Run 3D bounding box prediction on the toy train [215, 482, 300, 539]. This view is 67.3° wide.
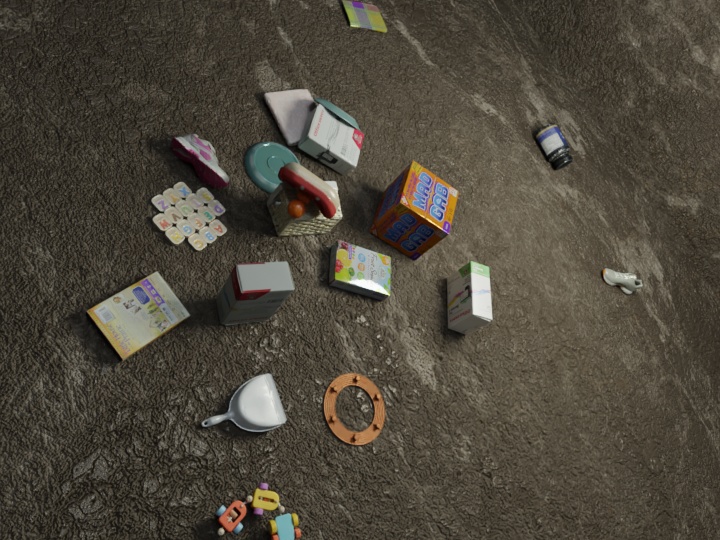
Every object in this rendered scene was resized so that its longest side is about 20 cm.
[{"bbox_3d":[-0.238,0.594,1.266,0.200,0.056,0.150,42,52,-2],"label":"toy train"}]

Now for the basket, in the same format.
[{"bbox_3d":[-0.168,-0.188,1.663,0.198,0.135,0.125,-8,72,-33],"label":"basket"}]

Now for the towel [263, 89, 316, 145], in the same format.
[{"bbox_3d":[-0.218,-0.535,1.878,0.190,0.032,0.202,-22,80,-39],"label":"towel"}]

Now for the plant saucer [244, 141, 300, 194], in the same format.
[{"bbox_3d":[-0.273,-0.335,1.743,0.198,0.027,0.203,14,59,-25],"label":"plant saucer"}]

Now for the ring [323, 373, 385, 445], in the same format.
[{"bbox_3d":[-0.012,0.389,1.533,0.198,0.019,0.203,14,60,-25],"label":"ring"}]

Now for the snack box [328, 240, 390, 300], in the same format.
[{"bbox_3d":[0.000,0.000,1.721,0.198,0.053,0.144,18,59,-24],"label":"snack box"}]

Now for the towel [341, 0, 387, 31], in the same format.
[{"bbox_3d":[0.019,-1.087,2.321,0.198,0.023,0.145,-8,71,-34],"label":"towel"}]

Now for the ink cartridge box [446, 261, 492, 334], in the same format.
[{"bbox_3d":[0.368,0.095,1.842,0.083,0.145,0.202,17,58,-22],"label":"ink cartridge box"}]

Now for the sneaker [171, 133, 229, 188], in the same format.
[{"bbox_3d":[-0.455,-0.331,1.592,0.200,0.081,0.088,45,53,-5],"label":"sneaker"}]

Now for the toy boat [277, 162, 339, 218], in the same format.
[{"bbox_3d":[-0.159,-0.208,1.541,0.199,0.130,0.132,33,89,-16],"label":"toy boat"}]

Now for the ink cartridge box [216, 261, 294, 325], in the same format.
[{"bbox_3d":[-0.281,0.061,1.420,0.144,0.200,0.084,-4,65,-33],"label":"ink cartridge box"}]

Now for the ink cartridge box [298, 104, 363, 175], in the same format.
[{"bbox_3d":[-0.099,-0.444,1.847,0.199,0.083,0.147,28,61,-27],"label":"ink cartridge box"}]

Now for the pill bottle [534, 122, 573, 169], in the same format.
[{"bbox_3d":[0.920,-0.586,2.565,0.111,0.112,0.202,-15,75,-36],"label":"pill bottle"}]

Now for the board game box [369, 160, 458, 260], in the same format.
[{"bbox_3d":[0.184,-0.200,1.846,0.198,0.200,0.201,30,53,-15],"label":"board game box"}]

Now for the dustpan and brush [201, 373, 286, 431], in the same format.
[{"bbox_3d":[-0.299,0.352,1.359,0.198,0.057,0.141,-8,69,-42],"label":"dustpan and brush"}]

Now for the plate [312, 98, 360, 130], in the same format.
[{"bbox_3d":[-0.079,-0.554,1.898,0.199,0.026,0.200,34,11,-7],"label":"plate"}]

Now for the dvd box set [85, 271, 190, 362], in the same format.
[{"bbox_3d":[-0.545,0.110,1.337,0.147,0.029,0.200,51,50,0],"label":"dvd box set"}]

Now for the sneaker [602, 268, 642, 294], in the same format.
[{"bbox_3d":[1.169,0.032,2.411,0.198,0.092,0.077,24,55,-20],"label":"sneaker"}]

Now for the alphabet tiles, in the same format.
[{"bbox_3d":[-0.481,-0.156,1.527,0.196,0.015,0.200,48,51,-2],"label":"alphabet tiles"}]
